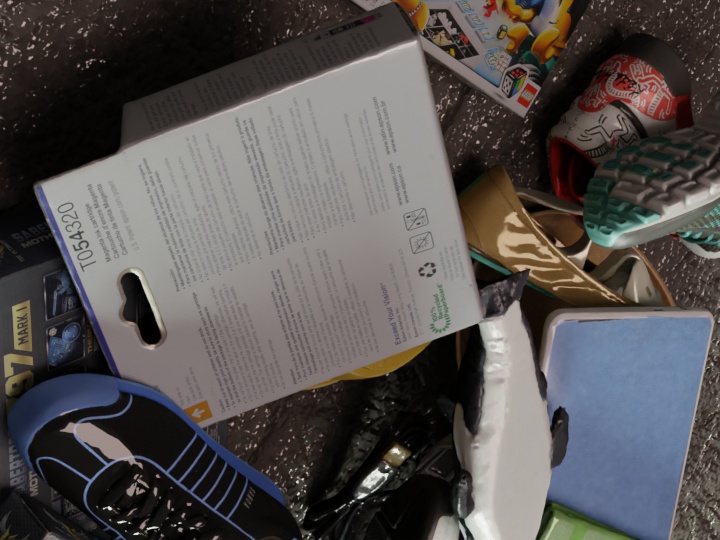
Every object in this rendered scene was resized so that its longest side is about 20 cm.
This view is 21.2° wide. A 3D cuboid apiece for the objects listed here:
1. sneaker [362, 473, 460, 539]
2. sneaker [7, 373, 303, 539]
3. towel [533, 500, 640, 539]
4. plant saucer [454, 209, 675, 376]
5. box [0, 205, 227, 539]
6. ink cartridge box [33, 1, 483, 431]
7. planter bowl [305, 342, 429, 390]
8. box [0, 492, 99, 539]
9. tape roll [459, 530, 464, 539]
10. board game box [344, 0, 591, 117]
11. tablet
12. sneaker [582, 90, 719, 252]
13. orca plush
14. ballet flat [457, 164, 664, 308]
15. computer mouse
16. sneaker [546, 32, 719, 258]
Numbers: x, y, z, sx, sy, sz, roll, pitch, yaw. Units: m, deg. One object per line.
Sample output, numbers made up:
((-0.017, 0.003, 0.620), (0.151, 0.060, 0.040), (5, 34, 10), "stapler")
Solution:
((0.056, 0.221, 1.238), (0.115, 0.076, 0.201), (6, 116, -21), "sneaker")
((-0.096, 0.122, 0.997), (0.070, 0.078, 0.200), (-45, 132, 14), "sneaker")
((0.121, 0.254, 1.230), (0.149, 0.031, 0.201), (25, 95, -37), "towel")
((0.133, 0.061, 1.270), (0.199, 0.035, 0.201), (9, 74, -32), "plant saucer")
((-0.144, 0.055, 1.026), (0.157, 0.051, 0.201), (-24, 132, -35), "box")
((-0.048, -0.018, 0.983), (0.199, 0.043, 0.197), (-20, 133, -5), "ink cartridge box")
((0.000, 0.000, 1.115), (0.200, 0.083, 0.201), (-27, 133, -32), "planter bowl")
((-0.155, 0.230, 1.023), (0.158, 0.051, 0.200), (-52, 129, -2), "box")
((0.123, 0.201, 1.353), (0.199, 0.066, 0.201), (-28, 148, -19), "tape roll")
((0.065, -0.180, 1.099), (0.200, 0.035, 0.127), (26, 95, -51), "board game box")
((0.155, 0.119, 1.218), (0.129, 0.014, 0.201), (0, 108, -29), "tablet")
((0.218, -0.045, 1.221), (0.199, 0.077, 0.092), (-27, 128, -34), "sneaker")
((0.062, 0.085, 1.138), (0.105, 0.071, 0.201), (-45, 136, -28), "orca plush")
((0.144, 0.000, 1.222), (0.199, 0.069, 0.063), (31, 101, -24), "ballet flat")
((0.054, 0.133, 1.290), (0.199, 0.044, 0.110), (2, 130, -50), "computer mouse")
((0.186, -0.053, 1.286), (0.108, 0.067, 0.202), (-47, 136, -18), "sneaker")
